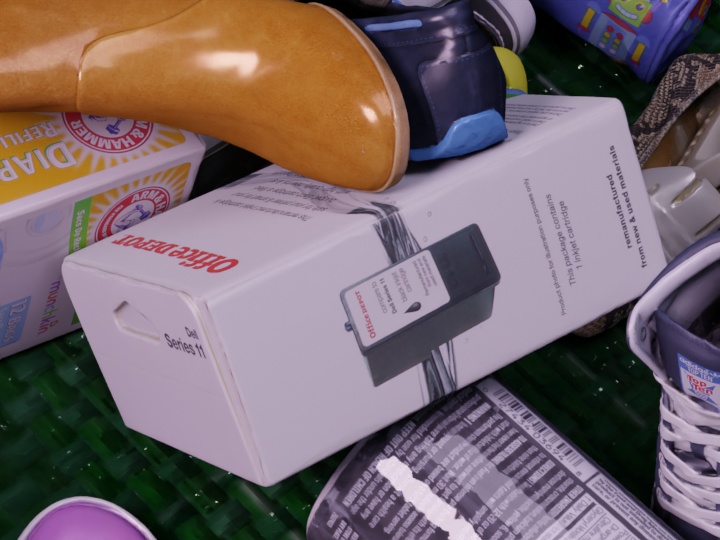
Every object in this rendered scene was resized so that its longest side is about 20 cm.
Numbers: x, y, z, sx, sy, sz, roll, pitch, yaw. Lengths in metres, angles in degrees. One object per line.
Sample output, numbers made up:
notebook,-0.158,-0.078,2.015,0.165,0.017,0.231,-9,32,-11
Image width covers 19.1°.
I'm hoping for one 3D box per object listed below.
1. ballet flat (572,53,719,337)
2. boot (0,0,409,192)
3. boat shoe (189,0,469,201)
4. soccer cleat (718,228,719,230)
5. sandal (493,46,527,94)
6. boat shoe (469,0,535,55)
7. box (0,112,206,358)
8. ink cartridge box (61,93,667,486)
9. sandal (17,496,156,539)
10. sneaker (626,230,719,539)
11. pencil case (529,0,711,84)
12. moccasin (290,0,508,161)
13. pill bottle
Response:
ballet flat,0.156,-0.047,1.042,0.068,0.075,0.200,56,46,-22
boot,-0.089,-0.073,0.822,0.144,0.071,0.201,-13,34,-34
boat shoe,-0.017,-0.094,1.008,0.200,0.057,0.069,-34,29,-14
soccer cleat,0.200,0.033,0.997,0.067,0.081,0.200,12,51,-9
sandal,0.025,-0.035,0.997,0.200,0.080,0.087,-30,71,-32
boat shoe,-0.013,-0.143,1.070,0.200,0.070,0.066,27,56,4
box,-0.180,-0.025,0.896,0.200,0.113,0.101,-22,62,-32
ink cartridge box,0.000,0.000,0.871,0.200,0.147,0.083,-25,107,-23
sandal,-0.110,0.169,0.812,0.082,0.050,0.203,14,51,-8
sneaker,0.145,0.069,0.875,0.070,0.200,0.108,21,15,28
pencil case,0.097,-0.181,1.128,0.200,0.078,0.087,36,26,11
moccasin,-0.001,-0.101,0.884,0.080,0.068,0.200,-22,26,-31
pill bottle,0.082,0.136,0.865,0.200,0.106,0.106,42,53,14
